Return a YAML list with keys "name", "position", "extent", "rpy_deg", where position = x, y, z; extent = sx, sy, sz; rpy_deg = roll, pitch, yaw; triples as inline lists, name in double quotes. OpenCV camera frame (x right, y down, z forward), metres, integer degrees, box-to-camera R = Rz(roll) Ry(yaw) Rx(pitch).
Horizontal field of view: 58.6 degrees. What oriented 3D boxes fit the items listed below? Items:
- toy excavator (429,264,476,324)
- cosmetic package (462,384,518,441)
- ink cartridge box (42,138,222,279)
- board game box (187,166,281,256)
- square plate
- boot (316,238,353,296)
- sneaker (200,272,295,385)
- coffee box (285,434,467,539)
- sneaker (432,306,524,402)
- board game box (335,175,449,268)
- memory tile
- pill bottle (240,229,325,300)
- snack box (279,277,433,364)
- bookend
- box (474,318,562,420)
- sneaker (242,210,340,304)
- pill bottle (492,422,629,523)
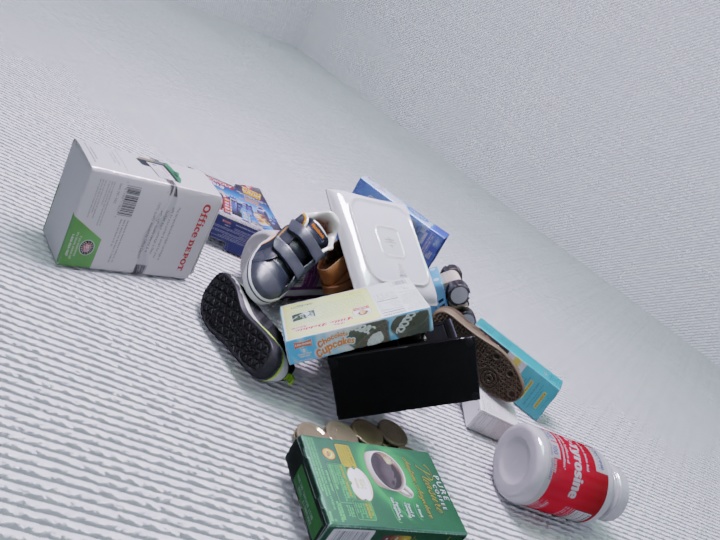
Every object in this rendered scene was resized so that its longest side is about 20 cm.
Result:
- name: "toy excavator"
  position: [0.121, 0.048, 1.311]
  extent: [0.100, 0.195, 0.199]
  rpy_deg: [-98, 171, -65]
- name: "cosmetic package"
  position: [0.216, 0.200, 1.134]
  extent: [0.081, 0.051, 0.202]
  rpy_deg: [27, 31, -17]
- name: "ink cartridge box"
  position: [-0.313, -0.078, 0.894]
  extent: [0.197, 0.148, 0.084]
  rpy_deg: [9, 28, -47]
- name: "board game box"
  position: [-0.238, -0.108, 1.182]
  extent: [0.196, 0.062, 0.201]
  rpy_deg: [23, 22, -23]
- name: "square plate"
  position: [0.043, -0.041, 1.059]
  extent: [0.197, 0.028, 0.203]
  rpy_deg: [6, 58, -45]
- name: "boot"
  position: [0.000, 0.000, 1.084]
  extent: [0.072, 0.157, 0.202]
  rpy_deg: [-2, 38, 28]
- name: "sneaker"
  position: [-0.156, 0.088, 0.896]
  extent: [0.201, 0.072, 0.083]
  rpy_deg: [51, 7, 35]
- name: "coffee box"
  position: [0.019, 0.257, 0.730]
  extent: [0.196, 0.045, 0.124]
  rpy_deg: [17, 26, -33]
- name: "sneaker"
  position: [0.206, 0.133, 1.097]
  extent: [0.200, 0.071, 0.075]
  rpy_deg: [46, 22, 9]
- name: "board game box"
  position: [0.037, -0.040, 1.226]
  extent: [0.197, 0.203, 0.043]
  rpy_deg: [35, 24, 11]
- name: "memory tile"
  position: [0.013, 0.252, 0.820]
  extent: [0.197, 0.017, 0.154]
  rpy_deg: [11, 30, -43]
- name: "pill bottle"
  position: [-0.100, -0.009, 1.090]
  extent: [0.112, 0.114, 0.198]
  rpy_deg: [43, 23, 27]
- name: "snack box"
  position: [-0.010, 0.065, 0.876]
  extent: [0.194, 0.038, 0.116]
  rpy_deg: [-12, 21, -7]
- name: "bookend"
  position: [0.057, 0.109, 0.926]
  extent: [0.194, 0.095, 0.199]
  rpy_deg: [-8, 19, 3]
- name: "box"
  position: [0.287, 0.190, 1.247]
  extent: [0.198, 0.083, 0.049]
  rpy_deg: [38, 22, 14]
- name: "sneaker"
  position: [-0.097, -0.031, 0.941]
  extent: [0.079, 0.079, 0.201]
  rpy_deg: [51, 39, -14]
- name: "pill bottle"
  position: [0.305, 0.311, 0.966]
  extent: [0.196, 0.114, 0.113]
  rpy_deg: [23, 22, -22]
